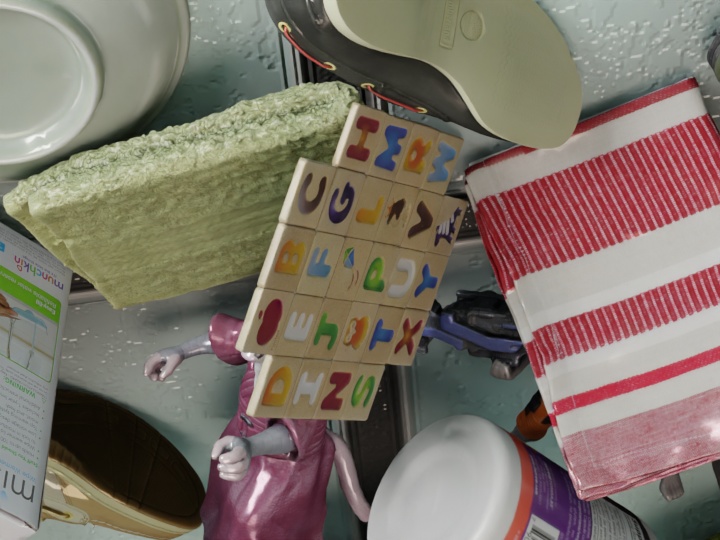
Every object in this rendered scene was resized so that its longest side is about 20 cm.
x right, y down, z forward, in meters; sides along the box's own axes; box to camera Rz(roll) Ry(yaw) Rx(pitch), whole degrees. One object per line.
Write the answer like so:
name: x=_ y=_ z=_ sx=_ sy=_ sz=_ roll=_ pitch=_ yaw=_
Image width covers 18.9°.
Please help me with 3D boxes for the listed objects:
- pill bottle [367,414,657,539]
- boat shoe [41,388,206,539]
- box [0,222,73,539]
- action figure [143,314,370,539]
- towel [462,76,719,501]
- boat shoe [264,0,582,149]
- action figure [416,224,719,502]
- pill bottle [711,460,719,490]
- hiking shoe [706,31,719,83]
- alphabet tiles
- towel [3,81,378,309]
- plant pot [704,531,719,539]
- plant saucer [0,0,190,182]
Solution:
pill bottle: x=0.108 y=0.175 z=1.274 sx=0.111 sy=0.112 sz=0.200 roll=-37 pitch=128 yaw=26
boat shoe: x=-0.187 y=0.113 z=1.298 sx=0.199 sy=0.074 sz=0.066 roll=29 pitch=128 yaw=-19
box: x=-0.259 y=0.039 z=1.126 sx=0.096 sy=0.178 sz=0.199 roll=-29 pitch=134 yaw=34
action figure: x=-0.039 y=0.089 z=1.234 sx=0.148 sy=0.134 sz=0.201 roll=-5 pitch=131 yaw=-23
towel: x=0.153 y=0.012 z=1.189 sx=0.143 sy=0.023 sz=0.201 roll=-21 pitch=89 yaw=11
boat shoe: x=0.038 y=-0.117 z=1.113 sx=0.201 sy=0.074 sz=0.063 roll=23 pitch=167 yaw=-41
action figure: x=0.117 y=0.041 z=1.279 sx=0.198 sy=0.105 sz=0.195 roll=13 pitch=129 yaw=13
pill bottle: x=0.271 y=0.128 z=1.288 sx=0.113 sy=0.201 sz=0.114 roll=-4 pitch=134 yaw=-4
hiking shoe: x=0.268 y=-0.059 z=1.173 sx=0.199 sy=0.101 sz=0.076 roll=27 pitch=126 yaw=-30
alphabet tiles: x=0.000 y=0.000 z=1.145 sx=0.200 sy=0.006 sz=0.168 roll=10 pitch=101 yaw=-63
towel: x=-0.077 y=-0.039 z=1.162 sx=0.198 sy=0.037 sz=0.148 roll=-17 pitch=154 yaw=11
plant pot: x=0.312 y=0.218 z=1.419 sx=0.200 sy=0.187 sz=0.187 roll=-41 pitch=128 yaw=9
plant saucer: x=-0.184 y=-0.108 z=1.092 sx=0.198 sy=0.050 sz=0.201 roll=-4 pitch=134 yaw=-4
